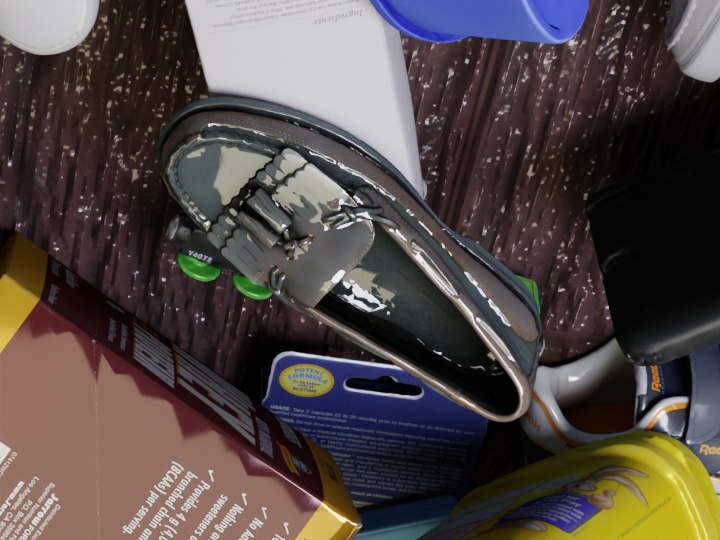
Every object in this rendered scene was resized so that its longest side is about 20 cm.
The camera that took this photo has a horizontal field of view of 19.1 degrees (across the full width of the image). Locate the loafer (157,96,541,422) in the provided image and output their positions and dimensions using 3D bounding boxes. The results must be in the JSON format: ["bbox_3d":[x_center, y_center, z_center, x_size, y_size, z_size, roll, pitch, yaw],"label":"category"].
[{"bbox_3d":[0.002,-0.003,0.910,0.200,0.063,0.072,32,119,-23],"label":"loafer"}]

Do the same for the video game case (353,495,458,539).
[{"bbox_3d":[0.006,0.212,1.187,0.143,0.018,0.200,-12,128,7],"label":"video game case"}]

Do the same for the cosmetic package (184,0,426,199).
[{"bbox_3d":[-0.026,-0.110,0.936,0.085,0.108,0.200,-9,124,3],"label":"cosmetic package"}]

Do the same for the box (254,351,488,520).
[{"bbox_3d":[-0.006,0.118,1.144,0.121,0.032,0.200,8,128,-9],"label":"box"}]

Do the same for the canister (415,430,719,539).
[{"bbox_3d":[0.066,0.156,1.005,0.148,0.200,0.087,-23,90,37],"label":"canister"}]

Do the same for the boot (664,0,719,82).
[{"bbox_3d":[0.145,-0.184,0.923,0.095,0.074,0.200,14,115,-6],"label":"boot"}]

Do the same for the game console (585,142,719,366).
[{"bbox_3d":[0.217,-0.013,0.975,0.200,0.176,0.117,-23,124,13],"label":"game console"}]

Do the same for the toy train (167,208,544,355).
[{"bbox_3d":[0.000,0.000,1.046,0.200,0.056,0.042,19,127,-17],"label":"toy train"}]

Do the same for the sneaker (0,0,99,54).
[{"bbox_3d":[-0.171,-0.162,0.892,0.078,0.099,0.200,-21,124,11],"label":"sneaker"}]

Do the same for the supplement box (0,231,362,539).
[{"bbox_3d":[-0.142,0.125,1.017,0.200,0.133,0.197,36,93,-11],"label":"supplement box"}]

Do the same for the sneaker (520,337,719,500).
[{"bbox_3d":[0.180,0.072,1.095,0.199,0.079,0.080,-9,131,5],"label":"sneaker"}]

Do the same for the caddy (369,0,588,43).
[{"bbox_3d":[0.050,-0.184,0.846,0.105,0.141,0.200,16,129,37],"label":"caddy"}]
